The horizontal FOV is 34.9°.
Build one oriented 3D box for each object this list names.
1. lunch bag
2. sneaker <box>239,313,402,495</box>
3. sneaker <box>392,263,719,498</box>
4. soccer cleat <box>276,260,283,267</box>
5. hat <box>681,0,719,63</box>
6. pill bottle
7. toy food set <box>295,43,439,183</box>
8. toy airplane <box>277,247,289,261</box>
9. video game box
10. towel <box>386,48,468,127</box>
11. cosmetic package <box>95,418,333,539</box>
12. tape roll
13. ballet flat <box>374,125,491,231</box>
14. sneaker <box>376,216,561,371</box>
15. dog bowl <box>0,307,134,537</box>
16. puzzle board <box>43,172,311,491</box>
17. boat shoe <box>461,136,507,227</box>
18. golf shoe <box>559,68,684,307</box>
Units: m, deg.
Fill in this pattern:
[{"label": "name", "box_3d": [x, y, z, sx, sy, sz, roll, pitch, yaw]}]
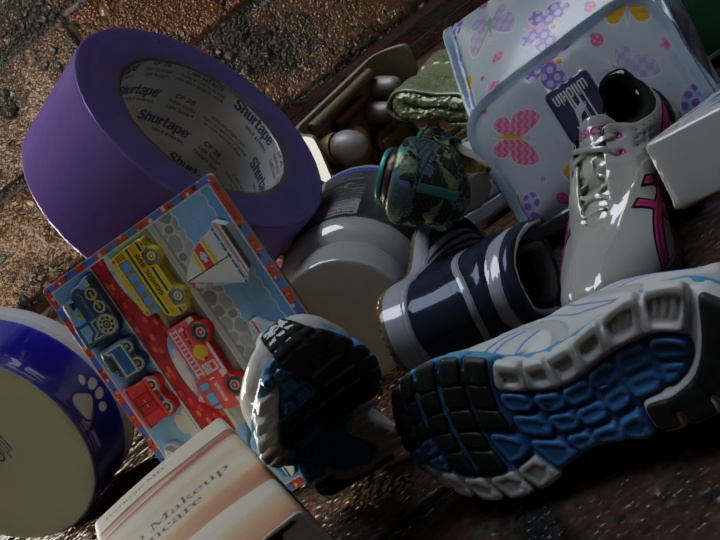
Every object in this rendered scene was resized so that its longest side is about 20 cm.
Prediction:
[{"label": "lunch bag", "box_3d": [0.166, -0.138, 0.841, 0.170, 0.127, 0.200, -31, 48, 26]}, {"label": "sneaker", "box_3d": [-0.035, 0.059, 0.616, 0.075, 0.087, 0.200, -33, -23, -8]}, {"label": "sneaker", "box_3d": [0.105, 0.049, 0.548, 0.200, 0.075, 0.087, -23, 6, 38]}, {"label": "soccer cleat", "box_3d": [-0.118, 0.059, 1.081, 0.200, 0.067, 0.076, -40, 19, -22]}, {"label": "hat", "box_3d": [0.222, -0.252, 0.978, 0.200, 0.176, 0.166, -34, 16, 6]}, {"label": "pill bottle", "box_3d": [0.000, 0.000, 0.867, 0.114, 0.114, 0.200, -33, 15, 17]}, {"label": "toy food set", "box_3d": [0.021, -0.119, 1.145, 0.060, 0.144, 0.200, -2, 33, 37]}, {"label": "toy airplane", "box_3d": [-0.082, -0.071, 1.234, 0.200, 0.141, 0.199, -48, -9, 14]}, {"label": "video game box", "box_3d": [0.270, -0.112, 0.621, 0.200, 0.047, 0.182, -28, 4, 32]}, {"label": "towel", "box_3d": [0.139, -0.183, 1.114, 0.200, 0.037, 0.148, 5, 33, 26]}, {"label": "cosmetic package", "box_3d": [-0.065, 0.155, 0.586, 0.103, 0.087, 0.200, -41, 14, -11]}, {"label": "tape roll", "box_3d": [-0.132, -0.076, 0.823, 0.085, 0.200, 0.200, -48, 8, 29]}, {"label": "ballet flat", "box_3d": [0.057, -0.060, 0.788, 0.074, 0.074, 0.200, -34, 4, 15]}, {"label": "sneaker", "box_3d": [0.086, -0.002, 0.759, 0.108, 0.070, 0.200, -23, 12, 22]}, {"label": "dog bowl", "box_3d": [-0.307, 0.136, 1.010, 0.200, 0.200, 0.079, -30, 17, 28]}, {"label": "puzzle board", "box_3d": [-0.097, 0.059, 0.737, 0.151, 0.200, 0.017, -32, 5, 22]}, {"label": "boat shoe", "box_3d": [0.110, -0.084, 0.989, 0.200, 0.072, 0.071, -27, 6, -2]}, {"label": "golf shoe", "box_3d": [0.148, -0.042, 0.682, 0.073, 0.092, 0.200, -27, 23, 39]}]
